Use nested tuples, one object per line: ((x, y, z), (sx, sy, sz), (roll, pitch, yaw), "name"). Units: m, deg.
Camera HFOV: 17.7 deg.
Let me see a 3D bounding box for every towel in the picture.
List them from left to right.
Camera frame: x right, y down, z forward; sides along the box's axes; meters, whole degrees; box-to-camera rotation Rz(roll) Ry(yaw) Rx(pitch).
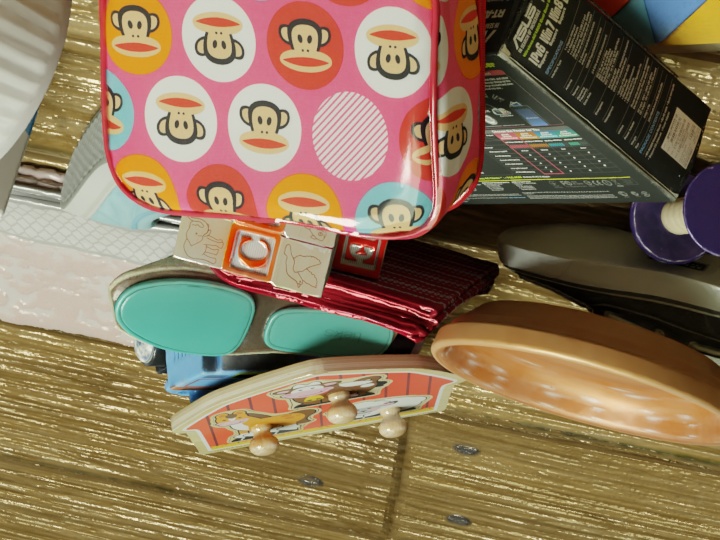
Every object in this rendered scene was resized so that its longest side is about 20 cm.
((-0.169, -0.001, 1.613), (0.199, 0.032, 0.191), (11, 150, 6), "towel")
((0.000, 0.000, 1.418), (0.144, 0.023, 0.200), (17, -168, 12), "towel")

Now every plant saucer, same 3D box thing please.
((0.143, 0.061, 1.419), (0.199, 0.038, 0.200), (16, 168, 3), "plant saucer")

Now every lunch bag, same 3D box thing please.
((-0.037, -0.113, 1.165), (0.199, 0.082, 0.177), (9, 113, 24), "lunch bag")

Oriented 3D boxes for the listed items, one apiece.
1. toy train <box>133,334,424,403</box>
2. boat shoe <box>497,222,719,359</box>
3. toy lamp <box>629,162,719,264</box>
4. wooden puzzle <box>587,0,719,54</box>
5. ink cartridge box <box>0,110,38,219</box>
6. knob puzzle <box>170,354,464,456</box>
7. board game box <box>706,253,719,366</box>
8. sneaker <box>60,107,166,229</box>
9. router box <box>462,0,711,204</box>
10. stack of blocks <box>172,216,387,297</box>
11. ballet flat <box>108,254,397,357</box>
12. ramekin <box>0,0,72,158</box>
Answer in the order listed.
((-0.047, 0.044, 1.533), (0.199, 0.087, 0.114), (2, 169, -28), "toy train")
((0.173, 0.019, 1.424), (0.199, 0.071, 0.064), (15, 114, 28), "boat shoe")
((0.191, -0.031, 1.322), (0.058, 0.059, 0.200), (15, -179, -3), "toy lamp")
((0.165, -0.168, 1.192), (0.184, 0.037, 0.200), (0, 147, 22), "wooden puzzle")
((-0.309, -0.100, 1.406), (0.199, 0.129, 0.125), (25, 148, -17), "ink cartridge box")
((-0.026, 0.093, 1.513), (0.218, 0.031, 0.220), (-9, 166, -2), "knob puzzle")
((0.264, 0.026, 1.479), (0.199, 0.034, 0.134), (-11, 141, 36), "board game box")
((-0.119, -0.078, 1.433), (0.081, 0.074, 0.200), (16, 159, -20), "sneaker")
((0.069, -0.099, 1.272), (0.150, 0.062, 0.199), (35, 160, -34), "router box")
((-0.037, -0.038, 1.353), (0.114, 0.059, 0.200), (14, -169, 1), "stack of blocks")
((-0.071, 0.019, 1.436), (0.199, 0.063, 0.068), (10, 125, -28), "ballet flat")
((-0.240, -0.134, 1.264), (0.094, 0.204, 0.202), (22, 151, -37), "ramekin")
